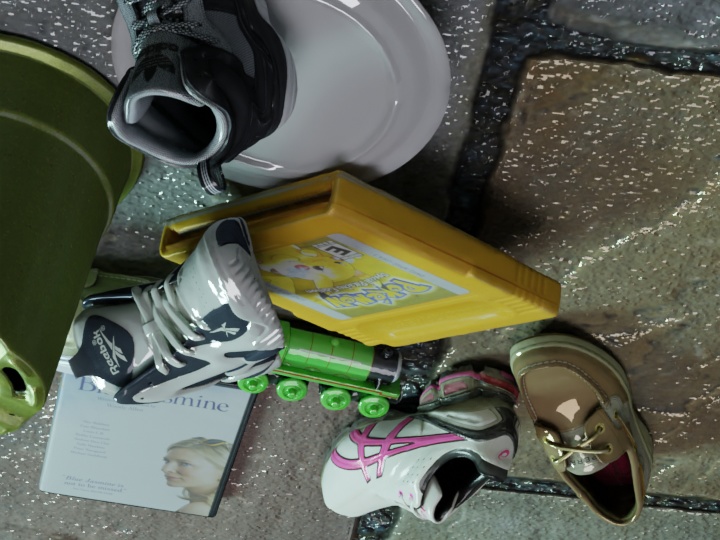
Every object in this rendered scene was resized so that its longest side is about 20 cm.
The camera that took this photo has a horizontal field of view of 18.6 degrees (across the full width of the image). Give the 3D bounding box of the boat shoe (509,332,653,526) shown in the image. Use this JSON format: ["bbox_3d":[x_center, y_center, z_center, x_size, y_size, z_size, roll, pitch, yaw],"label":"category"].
[{"bbox_3d":[0.164,0.116,1.577,0.074,0.067,0.200,-15,140,24],"label":"boat shoe"}]

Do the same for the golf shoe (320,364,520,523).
[{"bbox_3d":[0.037,0.145,1.607,0.072,0.093,0.200,25,140,-30],"label":"golf shoe"}]

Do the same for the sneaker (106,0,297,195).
[{"bbox_3d":[-0.103,-0.138,1.165,0.075,0.114,0.201,-17,116,26],"label":"sneaker"}]

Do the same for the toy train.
[{"bbox_3d":[-0.061,0.058,1.540,0.198,0.042,0.057,12,133,-12],"label":"toy train"}]

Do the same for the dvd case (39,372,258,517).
[{"bbox_3d":[-0.161,0.123,1.653,0.141,0.018,0.200,10,143,-8],"label":"dvd case"}]

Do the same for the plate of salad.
[{"bbox_3d":[-0.045,-0.123,1.278,0.198,0.048,0.201,5,137,5],"label":"plate of salad"}]

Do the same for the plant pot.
[{"bbox_3d":[-0.239,-0.009,1.329,0.198,0.191,0.201,2,144,2],"label":"plant pot"}]

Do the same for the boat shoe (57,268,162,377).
[{"bbox_3d":[-0.206,0.029,1.481,0.198,0.072,0.062,-2,147,12],"label":"boat shoe"}]

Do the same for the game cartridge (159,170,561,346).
[{"bbox_3d":[0.000,0.000,1.409,0.199,0.033,0.176,26,154,-36],"label":"game cartridge"}]

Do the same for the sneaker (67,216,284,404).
[{"bbox_3d":[-0.118,0.035,1.343,0.129,0.080,0.199,-19,172,-6],"label":"sneaker"}]
